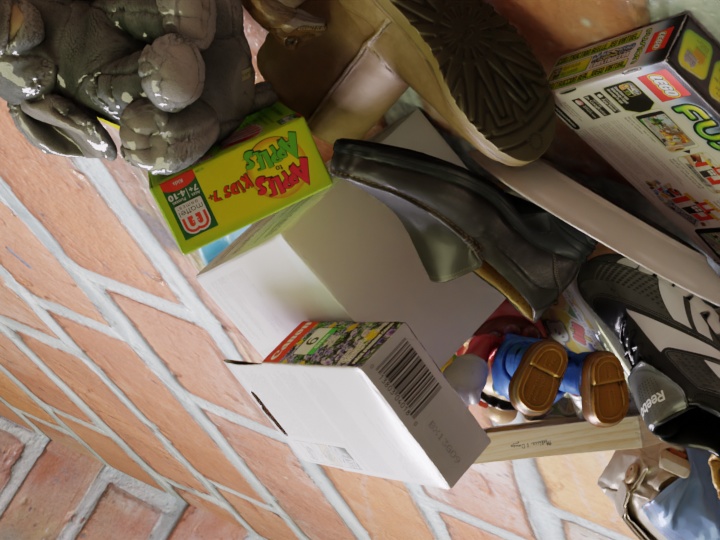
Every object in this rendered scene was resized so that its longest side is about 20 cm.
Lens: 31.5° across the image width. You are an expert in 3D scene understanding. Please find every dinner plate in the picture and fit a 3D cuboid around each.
[{"bbox_3d":[0.161,-0.034,0.827,0.200,0.024,0.200,30,-170,-6],"label":"dinner plate"}]

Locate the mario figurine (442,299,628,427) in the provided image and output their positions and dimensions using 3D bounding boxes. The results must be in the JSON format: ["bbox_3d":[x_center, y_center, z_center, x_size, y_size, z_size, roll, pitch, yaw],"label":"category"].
[{"bbox_3d":[0.121,0.088,0.928,0.123,0.106,0.200,47,175,-8],"label":"mario figurine"}]

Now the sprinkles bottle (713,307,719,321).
[{"bbox_3d":[0.261,0.062,0.954,0.068,0.068,0.200,36,159,-17],"label":"sprinkles bottle"}]

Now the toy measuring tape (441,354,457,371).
[{"bbox_3d":[0.051,0.082,1.057,0.074,0.074,0.200,36,-167,-17],"label":"toy measuring tape"}]

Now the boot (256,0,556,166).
[{"bbox_3d":[0.024,-0.119,0.826,0.175,0.066,0.200,55,155,-2],"label":"boot"}]

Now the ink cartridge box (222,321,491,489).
[{"bbox_3d":[-0.009,0.090,0.899,0.109,0.050,0.200,54,154,-18],"label":"ink cartridge box"}]

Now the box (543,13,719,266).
[{"bbox_3d":[0.213,-0.065,0.767,0.200,0.035,0.110,38,157,-23],"label":"box"}]

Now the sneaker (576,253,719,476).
[{"bbox_3d":[0.211,0.065,0.862,0.200,0.090,0.067,43,150,26],"label":"sneaker"}]

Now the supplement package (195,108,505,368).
[{"bbox_3d":[0.000,0.000,0.987,0.152,0.151,0.200,50,155,-9],"label":"supplement package"}]

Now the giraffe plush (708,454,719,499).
[{"bbox_3d":[0.353,0.172,1.001,0.162,0.200,0.173,56,165,10],"label":"giraffe plush"}]

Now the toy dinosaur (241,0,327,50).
[{"bbox_3d":[-0.096,-0.215,0.761,0.200,0.060,0.106,49,136,2],"label":"toy dinosaur"}]

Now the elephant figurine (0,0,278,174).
[{"bbox_3d":[-0.173,-0.133,0.766,0.200,0.142,0.155,6,133,16],"label":"elephant figurine"}]

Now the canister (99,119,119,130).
[{"bbox_3d":[-0.161,-0.182,0.911,0.148,0.087,0.200,27,158,1],"label":"canister"}]

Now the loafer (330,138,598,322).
[{"bbox_3d":[0.062,-0.025,0.801,0.200,0.072,0.073,22,-176,-27],"label":"loafer"}]

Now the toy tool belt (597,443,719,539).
[{"bbox_3d":[0.326,0.221,1.165,0.200,0.125,0.123,33,167,-12],"label":"toy tool belt"}]

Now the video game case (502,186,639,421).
[{"bbox_3d":[0.133,0.033,1.021,0.200,0.023,0.182,55,155,-8],"label":"video game case"}]

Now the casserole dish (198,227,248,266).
[{"bbox_3d":[-0.088,-0.008,1.202,0.200,0.039,0.121,36,145,29],"label":"casserole dish"}]

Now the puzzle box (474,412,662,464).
[{"bbox_3d":[0.163,0.136,1.043,0.200,0.025,0.133,-12,173,35],"label":"puzzle box"}]

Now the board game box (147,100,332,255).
[{"bbox_3d":[-0.089,-0.071,0.853,0.200,0.101,0.048,-131,17,-73],"label":"board game box"}]
